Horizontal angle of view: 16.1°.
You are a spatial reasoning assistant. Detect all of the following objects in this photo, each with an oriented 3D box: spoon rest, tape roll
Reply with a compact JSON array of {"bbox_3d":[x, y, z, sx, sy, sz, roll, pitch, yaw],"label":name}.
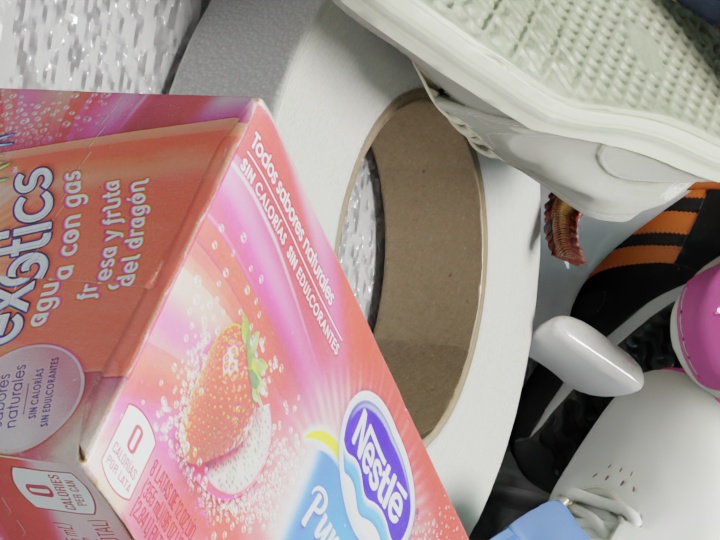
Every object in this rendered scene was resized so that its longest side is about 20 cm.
[{"bbox_3d":[0.091,-0.044,0.889,0.099,0.060,0.201,35,56,-20],"label":"spoon rest"},{"bbox_3d":[0.000,0.000,0.740,0.202,0.037,0.205,-19,111,-61],"label":"tape roll"}]

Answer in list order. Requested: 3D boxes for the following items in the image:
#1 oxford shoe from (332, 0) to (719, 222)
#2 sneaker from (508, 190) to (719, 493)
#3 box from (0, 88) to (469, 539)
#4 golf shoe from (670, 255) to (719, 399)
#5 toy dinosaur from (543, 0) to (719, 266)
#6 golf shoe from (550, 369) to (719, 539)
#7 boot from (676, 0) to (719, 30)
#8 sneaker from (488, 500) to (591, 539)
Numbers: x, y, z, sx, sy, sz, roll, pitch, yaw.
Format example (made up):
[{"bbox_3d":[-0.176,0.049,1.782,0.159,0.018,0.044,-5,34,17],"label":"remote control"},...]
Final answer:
[{"bbox_3d":[0.042,-0.058,0.706,0.199,0.058,0.076,20,49,-49],"label":"oxford shoe"},{"bbox_3d":[0.114,0.002,0.944,0.200,0.090,0.070,-43,130,-18],"label":"sneaker"},{"bbox_3d":[-0.049,0.059,0.578,0.095,0.102,0.201,-67,147,-34],"label":"box"},{"bbox_3d":[0.168,0.021,0.872,0.199,0.091,0.076,-4,80,-39],"label":"golf shoe"},{"bbox_3d":[0.162,-0.056,0.882,0.181,0.105,0.201,36,91,-32],"label":"toy dinosaur"},{"bbox_3d":[0.066,0.118,0.821,0.091,0.075,0.201,36,71,-45],"label":"golf shoe"},{"bbox_3d":[0.155,-0.114,0.787,0.200,0.090,0.073,-44,178,-45],"label":"boot"},{"bbox_3d":[0.017,0.144,0.712,0.200,0.078,0.070,-38,169,-39],"label":"sneaker"}]
